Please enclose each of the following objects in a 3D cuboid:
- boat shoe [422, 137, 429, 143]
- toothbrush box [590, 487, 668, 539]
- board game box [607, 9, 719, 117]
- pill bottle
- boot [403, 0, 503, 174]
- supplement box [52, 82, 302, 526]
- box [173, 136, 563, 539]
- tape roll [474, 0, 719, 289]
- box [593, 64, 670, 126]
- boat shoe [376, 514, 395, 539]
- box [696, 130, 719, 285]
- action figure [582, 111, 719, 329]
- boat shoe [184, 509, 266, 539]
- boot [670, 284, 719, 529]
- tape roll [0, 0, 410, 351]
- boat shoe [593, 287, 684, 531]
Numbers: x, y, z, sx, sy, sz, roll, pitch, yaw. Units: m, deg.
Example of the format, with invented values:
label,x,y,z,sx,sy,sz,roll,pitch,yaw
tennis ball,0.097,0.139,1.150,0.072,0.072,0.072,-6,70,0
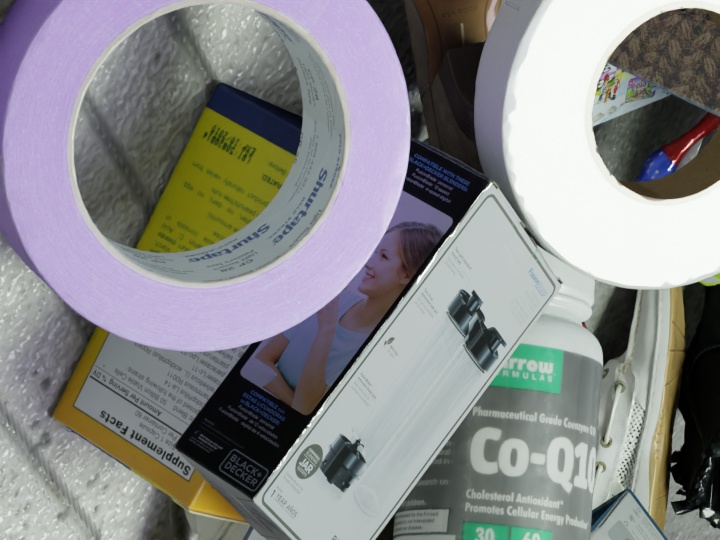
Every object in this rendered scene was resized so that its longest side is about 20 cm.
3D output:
label,x,y,z,sx,sy,sz,roll,pitch,yaw
boat shoe,0.000,0.000,1.656,0.200,0.072,0.069,-49,149,1
toothbrush box,0.124,0.251,1.841,0.200,0.147,0.085,-38,179,34
board game box,0.232,-0.134,1.698,0.200,0.159,0.097,13,104,-54
pill bottle,0.081,0.087,1.713,0.113,0.113,0.201,22,70,-56
boot,0.054,-0.129,1.600,0.146,0.070,0.201,87,-1,-71
supplement box,-0.053,0.022,1.558,0.109,0.109,0.200,20,98,-56
box,0.007,0.047,1.501,0.200,0.060,0.117,-53,145,-9
tape roll,0.154,-0.090,1.524,0.202,0.037,0.203,-8,111,-22
box,0.131,-0.150,1.734,0.200,0.039,0.137,-22,132,-43
boat shoe,0.005,0.166,1.772,0.200,0.068,0.075,13,82,-55
box,0.269,-0.091,1.854,0.048,0.122,0.200,30,72,-25
action figure,0.160,-0.012,1.833,0.200,0.065,0.099,-37,159,5
boat shoe,-0.066,0.139,1.650,0.200,0.070,0.071,-59,163,23
boot,0.255,0.062,1.956,0.163,0.073,0.199,-84,-171,-64
tape roll,-0.080,-0.066,1.410,0.200,0.066,0.201,-5,105,-20
boat shoe,0.170,0.090,1.940,0.071,0.069,0.201,19,78,-74
